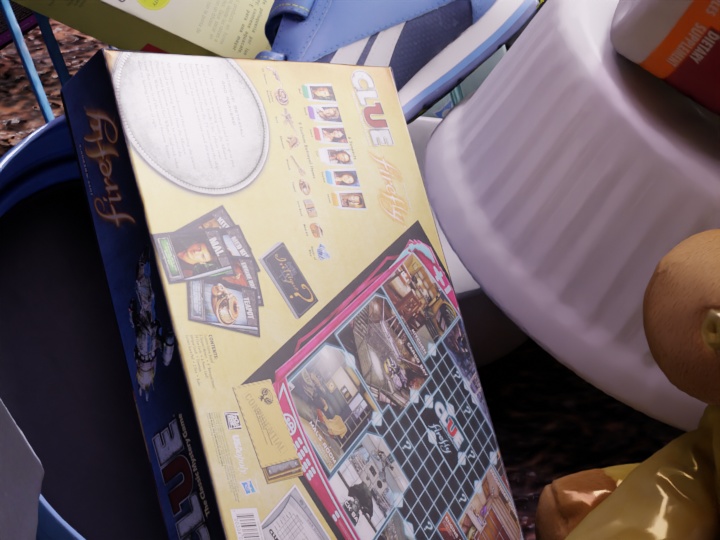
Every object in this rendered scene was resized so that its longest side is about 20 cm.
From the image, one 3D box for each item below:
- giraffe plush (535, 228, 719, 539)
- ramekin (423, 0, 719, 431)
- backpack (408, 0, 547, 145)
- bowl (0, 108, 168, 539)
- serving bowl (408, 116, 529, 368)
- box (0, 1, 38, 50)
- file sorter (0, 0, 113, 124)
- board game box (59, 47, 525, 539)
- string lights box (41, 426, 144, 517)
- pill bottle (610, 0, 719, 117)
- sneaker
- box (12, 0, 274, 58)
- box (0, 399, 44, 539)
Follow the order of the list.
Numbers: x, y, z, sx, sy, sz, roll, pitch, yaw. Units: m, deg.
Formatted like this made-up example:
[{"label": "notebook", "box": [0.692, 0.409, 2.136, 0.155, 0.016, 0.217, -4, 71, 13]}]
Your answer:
[{"label": "giraffe plush", "box": [0.155, 0.048, 1.008, 0.199, 0.163, 0.172, -16, 29, -26]}, {"label": "ramekin", "box": [0.134, -0.035, 1.156, 0.200, 0.098, 0.201, 24, 32, -16]}, {"label": "backpack", "box": [0.043, -0.117, 1.395, 0.126, 0.168, 0.200, -17, 26, 13]}, {"label": "bowl", "box": [-0.067, 0.036, 1.052, 0.200, 0.201, 0.039, -30, -4, -45]}, {"label": "serving bowl", "box": [0.000, 0.000, 1.232, 0.199, 0.066, 0.200, -1, 26, 1]}, {"label": "box", "box": [-0.189, -0.149, 1.428, 0.142, 0.036, 0.200, -30, -6, 16]}, {"label": "file sorter", "box": [-0.162, -0.087, 1.290, 0.199, 0.123, 0.139, -23, 2, -30]}, {"label": "board game box", "box": [-0.024, 0.019, 1.045, 0.135, 0.201, 0.035, 1, -25, -38]}, {"label": "string lights box", "box": [-0.136, 0.083, 1.076, 0.102, 0.059, 0.200, 16, 31, 34]}, {"label": "pill bottle", "box": [0.204, -0.081, 1.080, 0.199, 0.114, 0.114, 31, 28, -4]}, {"label": "sneaker", "box": [-0.015, -0.083, 1.179, 0.200, 0.082, 0.074, -40, 3, -18]}, {"label": "box", "box": [-0.073, -0.124, 1.227, 0.199, 0.076, 0.050, 23, -18, -16]}, {"label": "box", "box": [-0.209, 0.115, 0.835, 0.195, 0.118, 0.201, -15, 41, 15]}]
